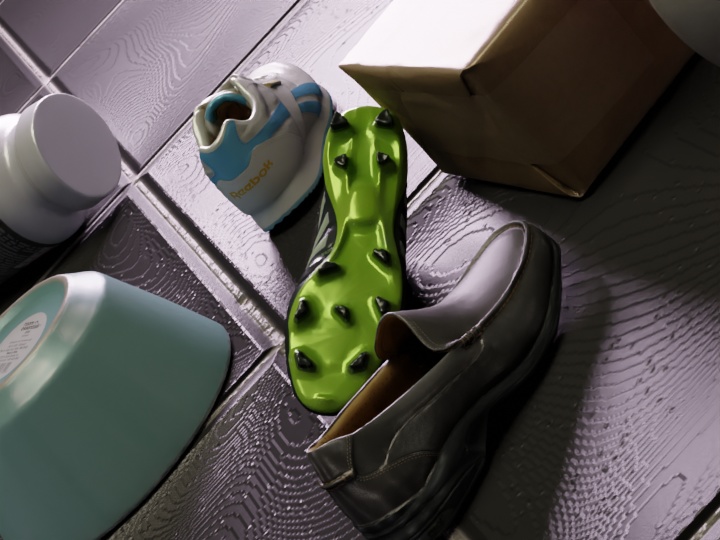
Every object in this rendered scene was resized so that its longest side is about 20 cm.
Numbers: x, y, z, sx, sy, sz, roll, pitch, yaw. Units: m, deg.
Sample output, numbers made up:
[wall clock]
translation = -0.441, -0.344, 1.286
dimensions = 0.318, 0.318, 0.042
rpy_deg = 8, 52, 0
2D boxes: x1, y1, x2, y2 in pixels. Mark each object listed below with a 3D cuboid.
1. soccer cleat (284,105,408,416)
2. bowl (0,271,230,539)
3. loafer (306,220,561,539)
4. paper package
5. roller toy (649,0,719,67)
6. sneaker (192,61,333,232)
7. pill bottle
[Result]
[soccer cleat]
translation = 0.000, 0.000, 1.301
dimensions = 0.067, 0.081, 0.201
rpy_deg = 2, 60, 11
[bowl]
translation = -0.189, 0.079, 1.449
dimensions = 0.200, 0.105, 0.201
rpy_deg = -38, 24, 20
[loafer]
translation = 0.041, 0.043, 1.126
dimensions = 0.073, 0.072, 0.201
rpy_deg = -23, 31, 47
[paper package]
translation = 0.113, -0.154, 1.298
dimensions = 0.200, 0.103, 0.190
rpy_deg = -51, 22, -10
[roller toy]
translation = 0.222, -0.186, 1.047
dimensions = 0.139, 0.199, 0.184
rpy_deg = -12, 69, 55
[sneaker]
translation = -0.071, -0.107, 1.591
dimensions = 0.076, 0.081, 0.200
rpy_deg = -42, 21, 16
[pill bottle]
translation = -0.297, -0.059, 1.879
dimensions = 0.199, 0.116, 0.116
rpy_deg = -30, 26, 34
